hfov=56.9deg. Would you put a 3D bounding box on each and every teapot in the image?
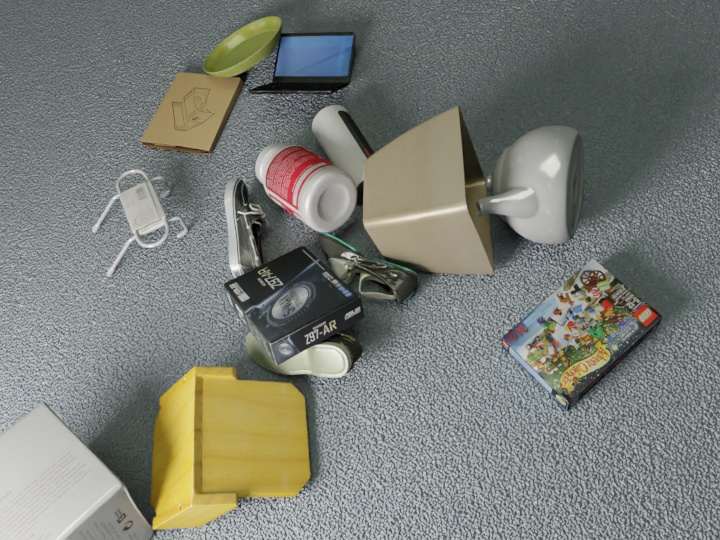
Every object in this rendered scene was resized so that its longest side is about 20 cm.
[{"bbox_3d":[0.275,-0.140,1.073,0.144,0.200,0.201,6,72,27],"label":"teapot"}]

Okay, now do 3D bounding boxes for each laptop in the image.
[{"bbox_3d":[-0.115,-0.426,1.358,0.174,0.105,0.200,4,23,15],"label":"laptop"}]

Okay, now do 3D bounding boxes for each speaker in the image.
[{"bbox_3d":[-0.018,-0.213,1.231,0.080,0.082,0.201,-26,57,-4],"label":"speaker"}]

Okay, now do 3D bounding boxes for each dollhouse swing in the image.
[{"bbox_3d":[-0.198,0.272,1.012,0.181,0.174,0.203,-38,48,39],"label":"dollhouse swing"}]

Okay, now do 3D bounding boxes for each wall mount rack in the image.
[{"bbox_3d":[-0.426,-0.090,1.254,0.172,0.075,0.201,-26,58,-8],"label":"wall mount rack"}]

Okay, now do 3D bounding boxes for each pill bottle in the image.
[{"bbox_3d":[-0.104,-0.156,1.185,0.112,0.113,0.199,-42,46,-13],"label":"pill bottle"}]

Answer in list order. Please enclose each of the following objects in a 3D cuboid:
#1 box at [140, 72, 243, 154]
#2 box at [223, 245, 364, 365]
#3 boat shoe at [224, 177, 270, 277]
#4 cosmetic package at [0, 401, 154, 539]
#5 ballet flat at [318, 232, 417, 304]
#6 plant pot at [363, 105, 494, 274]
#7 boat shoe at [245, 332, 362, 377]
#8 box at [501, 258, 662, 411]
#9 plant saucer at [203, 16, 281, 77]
[{"bbox_3d":[-0.354,-0.336,1.409,0.161,0.021,0.202,9,61,16],"label":"box"},{"bbox_3d":[-0.111,0.048,1.064,0.159,0.044,0.200,-26,37,-20],"label":"box"},{"bbox_3d":[-0.201,-0.084,1.197,0.067,0.074,0.202,-13,58,9],"label":"boat shoe"},{"bbox_3d":[-0.430,0.334,0.927,0.199,0.169,0.166,31,56,26],"label":"cosmetic package"},{"bbox_3d":[0.000,0.000,1.113,0.198,0.068,0.069,24,75,24],"label":"ballet flat"},{"bbox_3d":[0.106,-0.111,1.088,0.174,0.200,0.203,-11,57,18],"label":"plant pot"},{"bbox_3d":[-0.092,0.126,1.061,0.198,0.073,0.060,7,20,29],"label":"boat shoe"},{"bbox_3d":[0.331,0.093,1.002,0.199,0.038,0.137,-38,60,-11],"label":"box"},{"bbox_3d":[-0.248,-0.476,1.432,0.197,0.031,0.202,-20,41,18],"label":"plant saucer"}]
